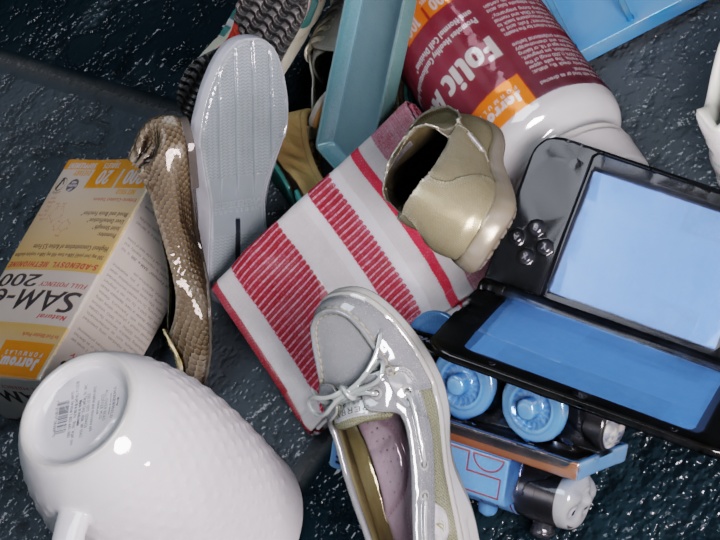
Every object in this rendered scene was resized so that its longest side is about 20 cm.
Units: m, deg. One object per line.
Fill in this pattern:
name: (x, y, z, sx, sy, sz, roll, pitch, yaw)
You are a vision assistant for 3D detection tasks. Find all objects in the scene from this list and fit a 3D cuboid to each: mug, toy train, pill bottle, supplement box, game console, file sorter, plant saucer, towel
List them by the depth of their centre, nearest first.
game console: (0.169, 0.012, 1.435, 0.199, 0.116, 0.177, 20, 82, 14)
toy train: (0.075, 0.098, 1.489, 0.199, 0.087, 0.115, 16, 108, 30)
mug: (-0.148, 0.158, 1.536, 0.147, 0.175, 0.201, -4, 54, 31)
towel: (0.000, 0.000, 1.607, 0.200, 0.023, 0.144, -42, 67, 17)
pill bottle: (0.108, -0.115, 1.608, 0.114, 0.114, 0.200, -35, 60, 4)
plant saucer: (0.007, -0.150, 1.634, 0.019, 0.201, 0.070, -12, 43, -30)
file sorter: (0.201, -0.271, 1.679, 0.199, 0.123, 0.139, -27, 45, 9)
supplement box: (-0.207, 0.014, 1.746, 0.126, 0.074, 0.201, 1, 56, 46)

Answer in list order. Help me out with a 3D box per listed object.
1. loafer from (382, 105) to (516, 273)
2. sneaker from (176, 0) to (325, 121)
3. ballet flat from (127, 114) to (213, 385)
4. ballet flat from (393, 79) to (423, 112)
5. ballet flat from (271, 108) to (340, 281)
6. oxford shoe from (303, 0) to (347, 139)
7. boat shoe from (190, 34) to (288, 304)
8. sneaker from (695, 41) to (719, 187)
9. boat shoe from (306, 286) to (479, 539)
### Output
loafer: (0.050, -0.065, 1.481, 0.076, 0.068, 0.200, -54, 18, 11)
sneaker: (-0.070, -0.181, 1.798, 0.070, 0.200, 0.093, 40, 45, 6)
ballet flat: (-0.135, -0.012, 1.665, 0.046, 0.201, 0.067, -9, 18, -14)
ballet flat: (0.047, -0.089, 1.690, 0.070, 0.071, 0.201, -19, 46, 19)
ballet flat: (-0.026, -0.056, 1.707, 0.063, 0.069, 0.200, -22, 46, -6)
oxford shoe: (-0.014, -0.172, 1.771, 0.201, 0.058, 0.075, -91, 23, -45)
boat shoe: (-0.101, -0.076, 1.700, 0.067, 0.073, 0.201, 31, 116, 59)
sneaker: (0.281, -0.146, 1.567, 0.070, 0.080, 0.201, 3, 57, 36)
boat shoe: (0.014, 0.110, 1.443, 0.074, 0.203, 0.065, -11, 8, 37)
